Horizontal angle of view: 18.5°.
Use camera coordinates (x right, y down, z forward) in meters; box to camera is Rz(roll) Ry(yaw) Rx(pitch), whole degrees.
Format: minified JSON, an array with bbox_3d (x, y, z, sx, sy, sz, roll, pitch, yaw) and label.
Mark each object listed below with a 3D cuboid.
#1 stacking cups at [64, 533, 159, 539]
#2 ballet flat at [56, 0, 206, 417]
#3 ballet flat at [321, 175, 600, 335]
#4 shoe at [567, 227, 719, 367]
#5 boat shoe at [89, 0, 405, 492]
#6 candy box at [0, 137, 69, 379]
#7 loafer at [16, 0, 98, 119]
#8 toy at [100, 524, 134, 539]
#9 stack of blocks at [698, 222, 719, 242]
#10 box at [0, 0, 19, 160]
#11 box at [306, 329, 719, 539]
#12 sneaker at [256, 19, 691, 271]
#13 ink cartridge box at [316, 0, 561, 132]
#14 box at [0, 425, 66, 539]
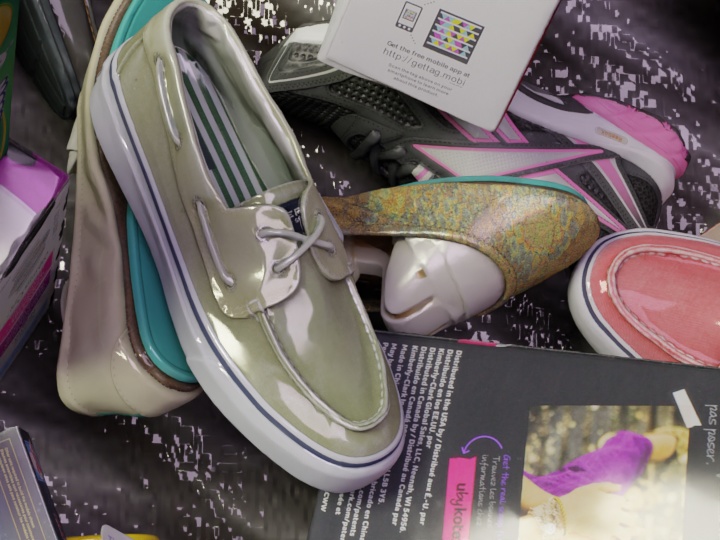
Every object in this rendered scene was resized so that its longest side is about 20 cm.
[{"bbox_3d":[-0.108,0.209,0.890,0.060,0.061,0.202,0,79,-11],"label":"stacking cups"},{"bbox_3d":[-0.096,-0.029,0.905,0.069,0.070,0.201,6,59,-10],"label":"ballet flat"},{"bbox_3d":[0.000,0.000,0.925,0.198,0.071,0.071,1,75,14],"label":"ballet flat"},{"bbox_3d":[0.187,0.030,0.908,0.199,0.091,0.072,25,73,-4],"label":"shoe"},{"bbox_3d":[-0.042,-0.011,0.841,0.072,0.062,0.201,-23,75,-35],"label":"boat shoe"},{"bbox_3d":[-0.186,-0.022,0.852,0.136,0.200,0.061,33,74,0],"label":"candy box"},{"bbox_3d":[-0.133,-0.166,0.966,0.072,0.073,0.202,-12,81,-18],"label":"loafer"},{"bbox_3d":[-0.044,0.198,0.839,0.047,0.115,0.201,-23,52,24],"label":"toy"},{"bbox_3d":[0.189,0.080,0.975,0.115,0.059,0.201,-32,85,-16],"label":"stack of blocks"},{"bbox_3d":[-0.161,-0.086,0.663,0.117,0.200,0.048,37,74,0],"label":"box"},{"bbox_3d":[0.094,0.098,0.877,0.198,0.122,0.107,6,73,24],"label":"box"},{"bbox_3d":[0.045,-0.046,0.968,0.198,0.080,0.087,17,77,-5],"label":"sneaker"},{"bbox_3d":[0.063,-0.191,0.913,0.083,0.176,0.201,21,39,-5],"label":"ink cartridge box"},{"bbox_3d":[-0.159,0.178,0.846,0.136,0.038,0.201,-20,83,-5],"label":"box"}]
